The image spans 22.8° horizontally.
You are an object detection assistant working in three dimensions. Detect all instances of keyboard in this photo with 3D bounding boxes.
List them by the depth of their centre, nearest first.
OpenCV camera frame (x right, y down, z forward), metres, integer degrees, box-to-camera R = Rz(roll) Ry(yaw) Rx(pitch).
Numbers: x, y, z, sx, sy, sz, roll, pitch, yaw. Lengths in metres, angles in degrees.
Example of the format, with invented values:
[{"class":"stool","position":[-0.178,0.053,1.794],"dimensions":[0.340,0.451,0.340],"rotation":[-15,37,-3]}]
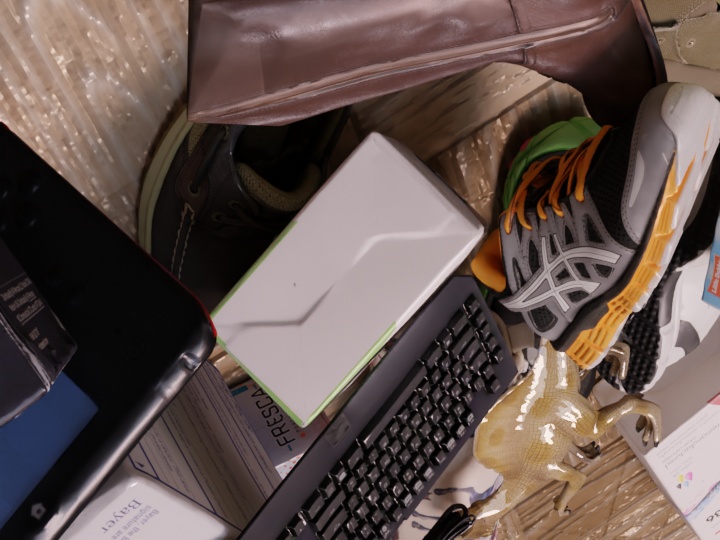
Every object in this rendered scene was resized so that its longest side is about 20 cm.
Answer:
[{"class":"keyboard","position":[0.011,0.110,0.799],"dimensions":[0.200,0.020,0.128],"rotation":[-49,137,-25]}]

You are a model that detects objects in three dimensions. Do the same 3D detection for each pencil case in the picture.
[{"class":"pencil case","position":[0.049,0.116,1.010],"dimensions":[0.088,0.078,0.202],"rotation":[6,122,10]}]

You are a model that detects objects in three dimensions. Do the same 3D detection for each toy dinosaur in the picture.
[{"class":"toy dinosaur","position":[0.103,0.068,0.922],"dimensions":[0.100,0.058,0.202],"rotation":[-2,119,-30]}]

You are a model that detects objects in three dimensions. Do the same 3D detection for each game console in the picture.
[{"class":"game console","position":[-0.172,0.050,0.721],"dimensions":[0.201,0.177,0.031],"rotation":[-50,146,-1]}]

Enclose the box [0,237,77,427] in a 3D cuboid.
[{"class":"box","position":[-0.237,0.010,0.626],"dimensions":[0.199,0.123,0.199],"rotation":[-35,96,-2]}]

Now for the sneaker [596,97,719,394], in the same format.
[{"class":"sneaker","position":[0.186,-0.022,1.026],"dimensions":[0.080,0.074,0.201],"rotation":[-25,145,-35]}]

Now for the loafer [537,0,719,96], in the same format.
[{"class":"loafer","position":[0.129,-0.132,0.870],"dimensions":[0.198,0.076,0.068],"rotation":[-1,124,-42]}]

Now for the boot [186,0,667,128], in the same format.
[{"class":"boot","position":[0.026,-0.087,0.748],"dimensions":[0.198,0.065,0.187],"rotation":[-19,151,0]}]

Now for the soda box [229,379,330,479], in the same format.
[{"class":"soda box","position":[-0.041,0.148,1.015],"dimensions":[0.068,0.064,0.201],"rotation":[-24,137,-15]}]

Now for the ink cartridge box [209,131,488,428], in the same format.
[{"class":"ink cartridge box","position":[0.000,0.000,0.853],"dimensions":[0.117,0.067,0.200],"rotation":[-48,177,5]}]

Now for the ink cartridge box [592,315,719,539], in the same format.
[{"class":"ink cartridge box","position":[0.244,0.108,1.180],"dimensions":[0.116,0.068,0.200],"rotation":[-38,140,2]}]

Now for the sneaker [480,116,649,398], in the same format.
[{"class":"sneaker","position":[0.114,0.013,0.982],"dimensions":[0.076,0.084,0.201],"rotation":[-20,137,-18]}]

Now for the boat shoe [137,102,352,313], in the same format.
[{"class":"boat shoe","position":[-0.048,-0.050,0.819],"dimensions":[0.071,0.066,0.202],"rotation":[-1,128,-35]}]

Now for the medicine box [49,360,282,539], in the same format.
[{"class":"medicine box","position":[-0.116,0.098,0.821],"dimensions":[0.103,0.183,0.200],"rotation":[-40,140,6]}]

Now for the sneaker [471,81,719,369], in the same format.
[{"class":"sneaker","position":[0.101,-0.022,0.796],"dimensions":[0.079,0.077,0.201],"rotation":[-58,175,-31]}]

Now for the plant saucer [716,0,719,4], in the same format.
[{"class":"plant saucer","position":[0.168,-0.184,0.775],"dimensions":[0.047,0.202,0.199],"rotation":[-16,154,29]}]

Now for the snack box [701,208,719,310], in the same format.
[{"class":"snack box","position":[0.241,-0.081,0.940],"dimensions":[0.116,0.037,0.202],"rotation":[-27,134,-40]}]
